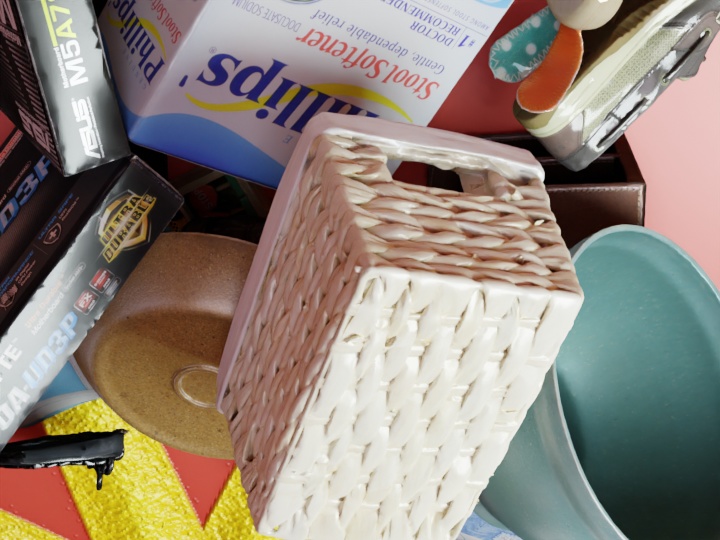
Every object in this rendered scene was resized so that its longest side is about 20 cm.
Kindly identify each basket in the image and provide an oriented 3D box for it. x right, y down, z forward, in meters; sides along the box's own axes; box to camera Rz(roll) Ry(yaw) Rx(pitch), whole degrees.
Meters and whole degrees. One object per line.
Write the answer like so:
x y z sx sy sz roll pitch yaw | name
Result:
0.016 0.039 0.669 0.134 0.124 0.201 7 127 -22 | basket

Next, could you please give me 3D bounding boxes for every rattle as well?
0.162 -0.198 0.767 0.142 0.130 0.202 -9 104 -41 | rattle

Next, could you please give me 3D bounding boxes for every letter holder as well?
0.114 0.015 0.876 0.141 0.101 0.202 -2 117 3 | letter holder

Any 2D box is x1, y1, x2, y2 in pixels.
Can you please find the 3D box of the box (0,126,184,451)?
-0.210 0.006 0.757 0.046 0.159 0.201 41 82 -38 | box

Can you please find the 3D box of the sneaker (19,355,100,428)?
-0.228 0.044 0.855 0.199 0.080 0.130 -31 145 30 | sneaker

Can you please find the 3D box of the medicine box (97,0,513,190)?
-0.030 -0.156 0.745 0.181 0.103 0.201 15 119 -40 | medicine box

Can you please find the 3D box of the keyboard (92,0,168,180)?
-0.148 -0.127 0.838 0.103 0.040 0.202 5 111 13 | keyboard

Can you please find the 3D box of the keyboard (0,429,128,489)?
-0.213 0.136 0.884 0.103 0.200 0.040 -7 87 -28 | keyboard

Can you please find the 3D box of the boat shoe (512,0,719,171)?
0.184 -0.145 0.797 0.201 0.072 0.066 -43 119 -2 | boat shoe

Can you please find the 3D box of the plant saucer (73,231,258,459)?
-0.093 0.061 0.793 0.198 0.036 0.201 6 136 6 | plant saucer

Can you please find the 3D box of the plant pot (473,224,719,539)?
0.131 0.088 0.766 0.134 0.201 0.200 -22 120 44 | plant pot

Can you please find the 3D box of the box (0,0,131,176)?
-0.201 -0.173 0.725 0.047 0.200 0.195 -19 119 -22 | box

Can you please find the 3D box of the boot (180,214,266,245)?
0.000 0.000 0.803 0.173 0.070 0.199 -9 161 38 | boot

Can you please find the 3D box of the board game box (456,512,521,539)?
0.049 0.152 0.914 0.199 0.044 0.199 31 142 -8 | board game box

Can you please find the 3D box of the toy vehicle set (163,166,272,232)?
-0.093 0.024 0.918 0.124 0.027 0.201 -25 114 12 | toy vehicle set
